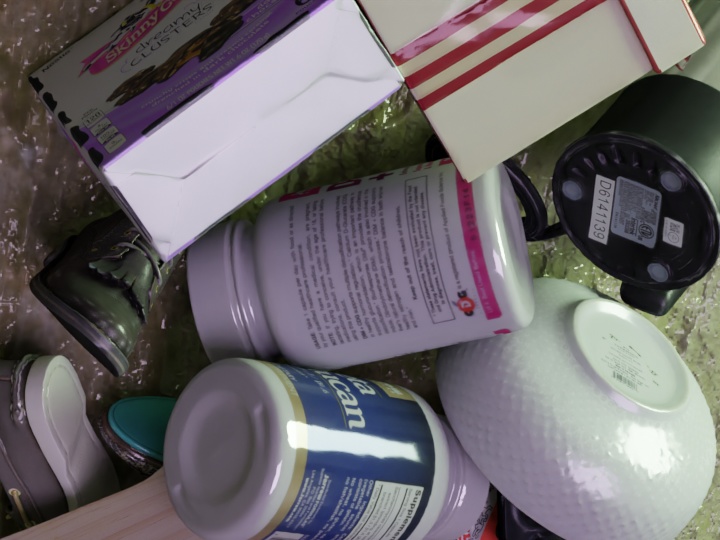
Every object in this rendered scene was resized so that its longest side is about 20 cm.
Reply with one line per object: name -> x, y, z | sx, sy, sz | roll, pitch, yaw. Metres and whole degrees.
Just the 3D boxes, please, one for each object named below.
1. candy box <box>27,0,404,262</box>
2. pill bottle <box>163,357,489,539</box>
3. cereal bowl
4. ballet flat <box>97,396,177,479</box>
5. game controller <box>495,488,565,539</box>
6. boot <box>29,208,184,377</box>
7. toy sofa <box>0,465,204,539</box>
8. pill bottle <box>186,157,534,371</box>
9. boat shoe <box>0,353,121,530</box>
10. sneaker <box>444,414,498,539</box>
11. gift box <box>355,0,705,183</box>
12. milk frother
candy box -> -0.089, -0.109, 1.380 | 0.167, 0.200, 0.072 | -37, 117, -5
pill bottle -> -0.015, 0.120, 1.481 | 0.199, 0.111, 0.112 | 12, 107, -44
cereal bowl -> 0.152, 0.079, 1.536 | 0.199, 0.201, 0.083 | 19, 128, -30
ballet flat -> -0.084, 0.125, 1.574 | 0.199, 0.068, 0.076 | 1, 138, -26
game controller -> 0.147, 0.124, 1.632 | 0.200, 0.042, 0.105 | -26, 110, -54
boot -> -0.110, -0.035, 1.418 | 0.174, 0.200, 0.069 | -41, 109, 6
toy sofa -> -0.165, 0.202, 1.488 | 0.199, 0.098, 0.083 | -22, 155, -20
pill bottle -> 0.000, 0.000, 1.485 | 0.199, 0.114, 0.114 | -12, 120, 12
boat shoe -> -0.198, 0.133, 1.522 | 0.060, 0.072, 0.203 | 0, 132, 15
sneaker -> 0.045, 0.142, 1.609 | 0.107, 0.067, 0.203 | 17, 82, -21
gift box -> 0.090, -0.181, 1.397 | 0.186, 0.185, 0.200 | -32, 125, 4
milk frother -> 0.173, -0.093, 1.556 | 0.188, 0.199, 0.181 | -48, 169, -40
